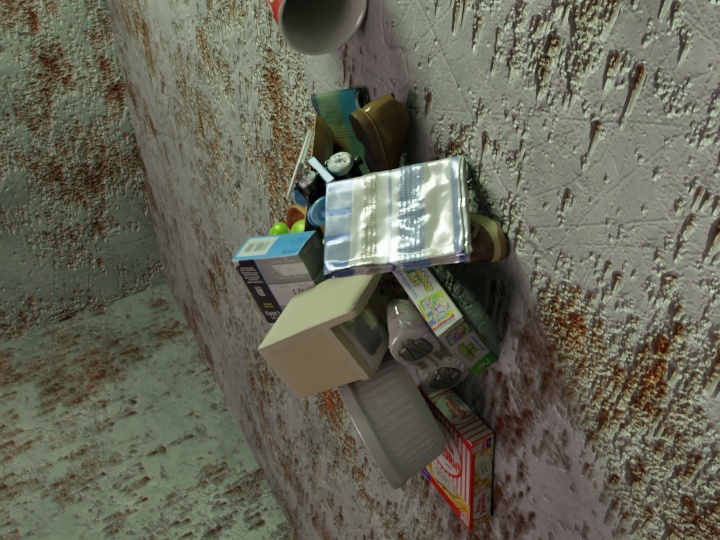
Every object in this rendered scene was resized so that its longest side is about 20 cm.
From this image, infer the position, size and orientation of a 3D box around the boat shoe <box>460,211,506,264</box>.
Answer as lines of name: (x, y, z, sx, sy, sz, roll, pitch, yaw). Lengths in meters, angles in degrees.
boat shoe: (0.108, -0.047, 1.017, 0.199, 0.071, 0.073, 33, 139, 57)

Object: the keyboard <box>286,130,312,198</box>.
keyboard: (-0.093, -0.165, 1.174, 0.201, 0.011, 0.057, -88, 24, -67)

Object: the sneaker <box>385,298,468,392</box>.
sneaker: (0.095, 0.102, 1.104, 0.200, 0.077, 0.100, 52, -164, -48)

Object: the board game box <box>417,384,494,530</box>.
board game box: (0.154, 0.297, 1.252, 0.151, 0.046, 0.203, 44, 147, 48)

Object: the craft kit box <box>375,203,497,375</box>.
craft kit box: (0.095, 0.030, 1.035, 0.201, 0.048, 0.198, 56, -176, 31)

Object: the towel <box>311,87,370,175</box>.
towel: (-0.022, -0.219, 1.254, 0.199, 0.021, 0.149, 22, 128, 65)

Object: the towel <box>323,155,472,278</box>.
towel: (0.043, -0.067, 0.969, 0.024, 0.196, 0.150, 49, -142, -58)

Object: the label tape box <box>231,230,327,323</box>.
label tape box: (-0.099, 0.039, 1.240, 0.141, 0.066, 0.202, -4, 124, 35)

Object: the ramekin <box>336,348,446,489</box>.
ramekin: (0.048, 0.214, 1.161, 0.202, 0.104, 0.200, 61, 180, 0)

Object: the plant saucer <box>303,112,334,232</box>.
plant saucer: (-0.068, -0.154, 1.259, 0.200, 0.035, 0.205, -174, 90, -85)

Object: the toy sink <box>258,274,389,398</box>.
toy sink: (-0.025, 0.086, 1.102, 0.198, 0.131, 0.113, -25, 112, 37)

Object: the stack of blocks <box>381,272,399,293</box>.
stack of blocks: (0.000, 0.000, 1.341, 0.200, 0.058, 0.117, 40, 144, 52)

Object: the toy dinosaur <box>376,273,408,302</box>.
toy dinosaur: (0.057, 0.054, 1.193, 0.200, 0.058, 0.102, 42, 134, 30)

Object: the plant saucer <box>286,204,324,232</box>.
plant saucer: (-0.094, -0.040, 1.564, 0.201, 0.037, 0.202, 50, 152, 39)

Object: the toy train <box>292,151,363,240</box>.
toy train: (-0.021, -0.095, 1.160, 0.087, 0.114, 0.201, 45, 174, 42)

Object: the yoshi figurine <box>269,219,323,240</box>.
yoshi figurine: (-0.076, -0.008, 1.343, 0.112, 0.112, 0.202, -31, 95, 29)

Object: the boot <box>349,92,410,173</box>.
boot: (0.045, -0.166, 1.090, 0.074, 0.075, 0.201, 48, 169, 30)

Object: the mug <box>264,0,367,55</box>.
mug: (-0.074, -0.434, 1.093, 0.133, 0.177, 0.201, 36, -162, -53)
